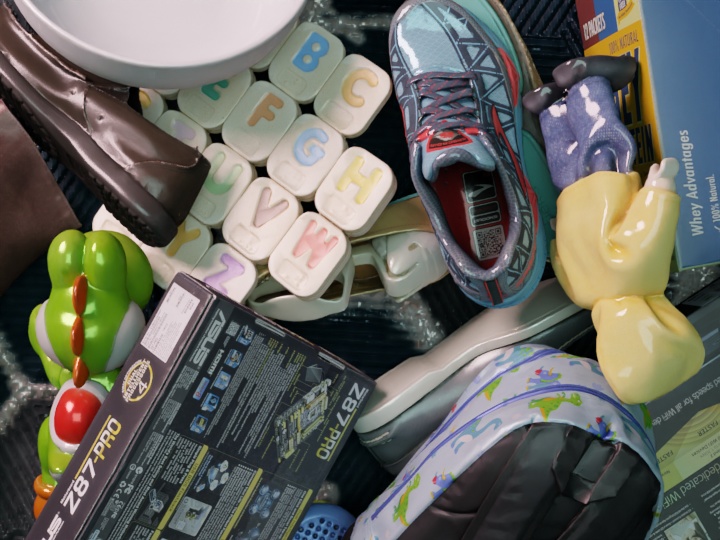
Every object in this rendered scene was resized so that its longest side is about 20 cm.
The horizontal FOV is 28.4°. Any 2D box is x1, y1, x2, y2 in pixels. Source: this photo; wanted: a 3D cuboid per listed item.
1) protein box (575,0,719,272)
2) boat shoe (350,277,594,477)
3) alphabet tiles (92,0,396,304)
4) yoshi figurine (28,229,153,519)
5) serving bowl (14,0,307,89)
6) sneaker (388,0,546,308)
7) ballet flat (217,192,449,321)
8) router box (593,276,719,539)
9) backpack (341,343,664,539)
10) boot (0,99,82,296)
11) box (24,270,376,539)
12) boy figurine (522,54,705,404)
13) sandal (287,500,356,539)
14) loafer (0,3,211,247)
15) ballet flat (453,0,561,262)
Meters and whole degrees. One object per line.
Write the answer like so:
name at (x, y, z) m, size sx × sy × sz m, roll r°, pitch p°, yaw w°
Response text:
protein box at (0.262, -0.113, 0.917) m, size 0.197 × 0.135 × 0.202 m, roll -10°, pitch 91°, yaw -5°
boat shoe at (0.088, 0.068, 0.940) m, size 0.198 × 0.073 × 0.062 m, roll -30°, pitch 105°, yaw -1°
alphabet tiles at (-0.078, -0.074, 0.909) m, size 0.199 × 0.015 × 0.197 m, roll 36°, pitch 88°, yaw 19°
yoshi figurine at (-0.159, 0.061, 0.891) m, size 0.111 × 0.112 × 0.203 m, roll -12°, pitch 118°, yaw -31°
serving bowl at (-0.127, -0.190, 0.894) m, size 0.197 × 0.066 × 0.203 m, roll 5°, pitch 59°, yaw -9°
sneaker at (0.065, -0.079, 0.860) m, size 0.078 × 0.095 × 0.203 m, roll -19°, pitch 83°, yaw 12°
ballet flat at (0.000, 0.000, 0.927) m, size 0.197 × 0.064 × 0.069 m, roll -13°, pitch 136°, yaw 0°
router box at (0.229, 0.110, 0.956) m, size 0.198 × 0.052 × 0.159 m, roll -31°, pitch 93°, yaw -4°
backpack at (0.095, 0.144, 0.866) m, size 0.162 × 0.155 × 0.201 m, roll 29°, pitch 130°, yaw -7°
boot at (-0.247, 0.014, 0.900) m, size 0.165 × 0.072 × 0.202 m, roll -30°, pitch 108°, yaw -13°
box at (-0.095, 0.122, 0.868) m, size 0.160 × 0.049 × 0.202 m, roll 30°, pitch 88°, yaw -43°
boy figurine at (0.153, -0.025, 0.836) m, size 0.064 × 0.124 × 0.203 m, roll -7°, pitch 73°, yaw -25°
sandal at (-0.008, 0.249, 0.920) m, size 0.078 × 0.087 × 0.203 m, roll -14°, pitch 89°, yaw -3°
loafer at (-0.170, -0.101, 0.903) m, size 0.071 × 0.073 × 0.200 m, roll -42°, pitch 79°, yaw -16°
ballet flat at (0.099, -0.100, 0.939) m, size 0.070 × 0.065 × 0.202 m, roll -22°, pitch 92°, yaw 25°
